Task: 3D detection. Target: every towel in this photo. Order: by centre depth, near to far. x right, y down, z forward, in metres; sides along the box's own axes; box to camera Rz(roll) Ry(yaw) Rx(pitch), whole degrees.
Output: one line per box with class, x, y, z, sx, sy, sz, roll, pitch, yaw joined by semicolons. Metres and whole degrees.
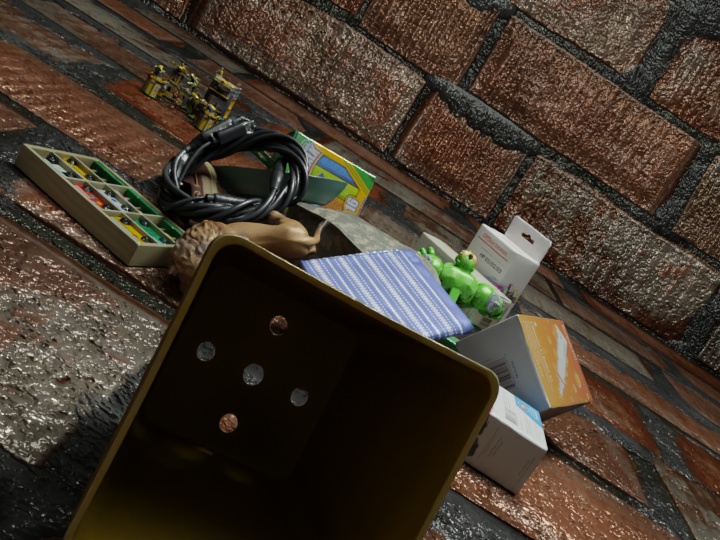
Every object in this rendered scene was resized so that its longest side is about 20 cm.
towel;0.031;0.034;1.005;0.197;0.024;0.145;-7;48;-45

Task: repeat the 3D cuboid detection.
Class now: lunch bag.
lunch bag;0.000;0.000;1.178;0.198;0.120;0.163;30;13;28

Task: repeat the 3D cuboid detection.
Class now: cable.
cable;-0.160;-0.113;1.074;0.162;0.051;0.199;39;54;21

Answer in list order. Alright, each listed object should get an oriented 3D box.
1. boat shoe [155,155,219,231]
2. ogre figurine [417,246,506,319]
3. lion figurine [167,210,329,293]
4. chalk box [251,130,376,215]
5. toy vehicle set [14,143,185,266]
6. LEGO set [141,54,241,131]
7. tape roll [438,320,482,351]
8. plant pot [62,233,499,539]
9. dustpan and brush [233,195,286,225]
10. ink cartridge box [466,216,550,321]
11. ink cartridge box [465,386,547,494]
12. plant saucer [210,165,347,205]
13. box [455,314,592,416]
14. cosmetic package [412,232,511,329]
boat shoe;-0.230;-0.101;1.125;0.071;0.073;0.201;20;26;-37
ogre figurine;0.140;0.021;1.308;0.200;0.098;0.120;47;-6;-5
lion figurine;-0.118;-0.031;0.954;0.196;0.074;0.122;-15;9;-13
chalk box;-0.097;-0.142;1.401;0.197;0.126;0.125;27;-5;-16
toy vehicle set;-0.284;-0.072;0.981;0.199;0.027;0.124;38;14;19
LEGO set;-0.334;-0.374;1.749;0.198;0.117;0.154;35;13;10
tape roll;0.129;0.100;1.298;0.198;0.049;0.201;31;14;-8
plant pot;-0.061;0.096;0.578;0.197;0.203;0.176;28;2;-18
dustpan and brush;-0.132;-0.073;1.269;0.139;0.058;0.199;40;17;28
ink cartridge box;0.235;0.002;1.527;0.067;0.202;0.115;21;16;-37
ink cartridge box;0.114;0.158;1.003;0.198;0.069;0.115;33;14;-1
plant saucer;-0.116;-0.118;1.216;0.195;0.037;0.200;7;2;0
box;0.226;0.139;1.168;0.199;0.096;0.127;10;58;-60
cosmetic package;0.155;0.033;1.479;0.070;0.106;0.200;22;19;-43
